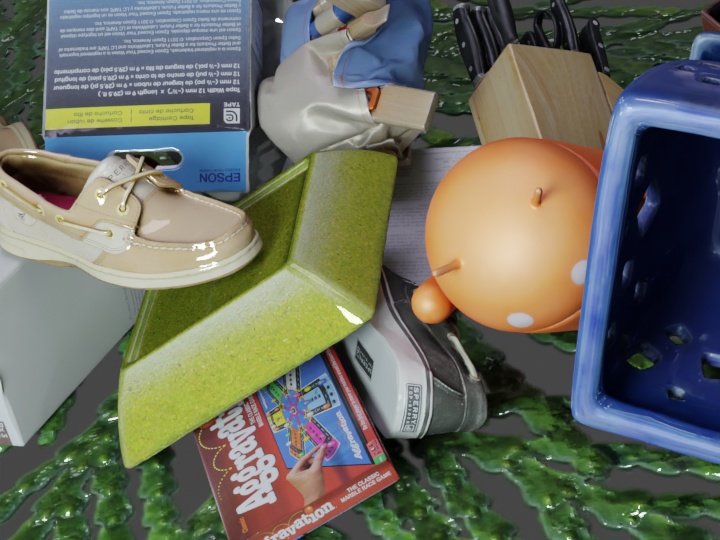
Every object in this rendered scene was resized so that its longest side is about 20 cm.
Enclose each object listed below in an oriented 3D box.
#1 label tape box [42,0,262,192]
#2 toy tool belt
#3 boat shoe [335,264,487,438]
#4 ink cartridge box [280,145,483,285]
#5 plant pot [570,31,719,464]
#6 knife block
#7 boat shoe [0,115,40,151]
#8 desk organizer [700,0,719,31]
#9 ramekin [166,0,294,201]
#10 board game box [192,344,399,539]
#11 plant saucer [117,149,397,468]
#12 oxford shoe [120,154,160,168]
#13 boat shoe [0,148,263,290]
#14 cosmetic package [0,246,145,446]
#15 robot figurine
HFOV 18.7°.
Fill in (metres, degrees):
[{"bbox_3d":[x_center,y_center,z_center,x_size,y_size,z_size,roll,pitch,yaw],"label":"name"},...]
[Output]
[{"bbox_3d":[-0.142,-0.141,1.514,0.143,0.200,0.066,-2,-14,5],"label":"label tape box"},{"bbox_3d":[0.008,-0.163,1.512,0.123,0.125,0.200,-24,53,37],"label":"toy tool belt"},{"bbox_3d":[0.027,0.046,1.349,0.064,0.071,0.200,3,26,-17],"label":"boat shoe"},{"bbox_3d":[0.000,0.000,1.490,0.162,0.057,0.200,-2,51,24],"label":"ink cartridge box"},{"bbox_3d":[0.238,-0.016,1.181,0.200,0.200,0.180,14,29,15],"label":"plant pot"},{"bbox_3d":[0.112,-0.110,1.491,0.176,0.064,0.200,38,44,4],"label":"knife block"},{"bbox_3d":[-0.290,-0.079,1.745,0.065,0.071,0.200,-30,22,-15],"label":"boat shoe"},{"bbox_3d":[0.344,-0.193,1.622,0.200,0.077,0.072,-33,32,-31],"label":"desk organizer"},{"bbox_3d":[-0.107,-0.149,1.646,0.098,0.201,0.200,-34,32,-17],"label":"ramekin"},{"bbox_3d":[-0.048,0.096,1.315,0.103,0.019,0.200,-31,28,1],"label":"board game box"},{"bbox_3d":[-0.074,0.009,1.386,0.200,0.048,0.200,-32,23,23],"label":"plant saucer"},{"bbox_3d":[-0.231,-0.025,1.633,0.200,0.070,0.075,-20,-3,-1],"label":"oxford shoe"},{"bbox_3d":[-0.154,-0.038,1.365,0.200,0.069,0.074,8,35,30],"label":"boat shoe"},{"bbox_3d":[-0.223,0.019,1.474,0.081,0.113,0.200,2,29,28],"label":"cosmetic package"},{"bbox_3d":[0.108,-0.019,1.294,0.144,0.117,0.200,8,3,24],"label":"robot figurine"}]
